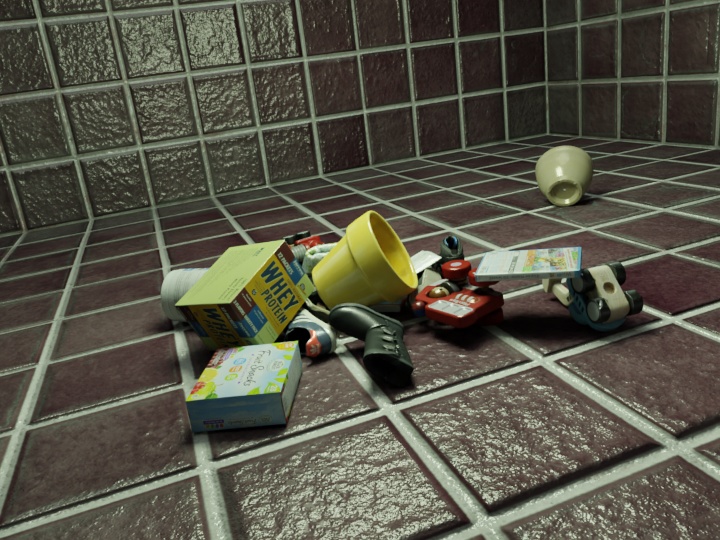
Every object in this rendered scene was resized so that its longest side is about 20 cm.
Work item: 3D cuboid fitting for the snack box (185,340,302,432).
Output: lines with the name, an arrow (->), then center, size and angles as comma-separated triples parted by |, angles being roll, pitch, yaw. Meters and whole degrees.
snack box -> -0.200, 0.203, 1.108 | 0.165, 0.069, 0.200 | -6, 19, 6

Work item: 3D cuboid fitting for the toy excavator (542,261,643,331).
toy excavator -> 0.454, 0.051, 1.270 | 0.098, 0.201, 0.197 | -11, 62, -15

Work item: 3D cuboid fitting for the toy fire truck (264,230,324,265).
toy fire truck -> -0.169, -0.034, 1.774 | 0.174, 0.131, 0.199 | -18, 10, -29

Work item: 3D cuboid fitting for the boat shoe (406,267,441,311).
boat shoe -> 0.145, 0.061, 1.445 | 0.066, 0.057, 0.200 | 32, 30, 4

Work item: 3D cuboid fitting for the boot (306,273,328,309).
boot -> -0.151, 0.059, 1.526 | 0.200, 0.075, 0.153 | -8, 15, -20

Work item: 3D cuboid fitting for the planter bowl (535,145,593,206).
planter bowl -> 0.708, -0.310, 2.148 | 0.197, 0.202, 0.136 | -1, 45, 20

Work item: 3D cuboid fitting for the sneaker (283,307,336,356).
sneaker -> -0.137, 0.128, 1.297 | 0.084, 0.076, 0.199 | -15, 19, -36

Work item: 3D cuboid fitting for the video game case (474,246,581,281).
video game case -> 0.340, -0.013, 1.242 | 0.197, 0.018, 0.143 | -3, 18, 22

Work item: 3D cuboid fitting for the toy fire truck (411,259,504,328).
toy fire truck -> 0.199, 0.061, 1.306 | 0.166, 0.114, 0.199 | -20, 21, -32

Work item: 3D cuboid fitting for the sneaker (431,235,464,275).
sneaker -> 0.231, -0.043, 1.609 | 0.072, 0.114, 0.200 | -9, 18, -8

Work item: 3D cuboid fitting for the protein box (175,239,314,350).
protein box -> -0.244, 0.056, 1.320 | 0.198, 0.136, 0.199 | -5, 37, 42

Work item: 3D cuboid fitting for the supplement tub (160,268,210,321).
supplement tub -> -0.370, 0.060, 1.511 | 0.196, 0.134, 0.132 | 0, 19, 18

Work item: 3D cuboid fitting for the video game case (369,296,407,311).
video game case -> 0.053, 0.057, 1.533 | 0.140, 0.018, 0.200 | -1, 19, 18

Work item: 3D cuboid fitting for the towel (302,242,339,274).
towel -> -0.057, -0.027, 1.632 | 0.197, 0.049, 0.172 | -10, -22, -14

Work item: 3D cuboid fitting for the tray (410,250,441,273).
tray -> 0.147, -0.020, 1.596 | 0.106, 0.022, 0.200 | -31, 6, 2

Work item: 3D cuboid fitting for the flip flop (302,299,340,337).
flip flop -> -0.093, 0.104, 1.368 | 0.057, 0.083, 0.199 | 1, 11, -36

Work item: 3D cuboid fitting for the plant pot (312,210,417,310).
plant pot -> 0.000, 0.000, 1.389 | 0.187, 0.202, 0.201 | -31, 11, 18

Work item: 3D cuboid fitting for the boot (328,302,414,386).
boot -> 0.014, 0.137, 1.173 | 0.162, 0.067, 0.200 | 12, 20, -4
